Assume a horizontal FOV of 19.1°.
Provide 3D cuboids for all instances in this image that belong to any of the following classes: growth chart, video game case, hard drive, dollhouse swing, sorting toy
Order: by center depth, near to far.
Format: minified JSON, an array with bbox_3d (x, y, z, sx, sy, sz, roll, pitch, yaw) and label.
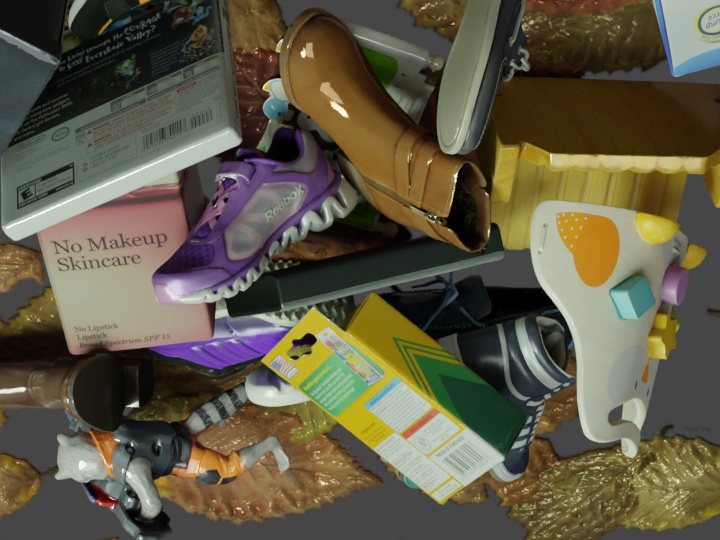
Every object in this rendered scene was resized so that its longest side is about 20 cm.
[{"bbox_3d":[-0.186,-0.130,1.636,0.198,0.183,0.023,-22,139,15],"label":"video game case"},{"bbox_3d":[0.209,0.054,1.720,0.106,0.182,0.200,2,170,23],"label":"sorting toy"},{"bbox_3d":[0.193,-0.056,1.739,0.198,0.182,0.177,2,119,-5],"label":"dollhouse swing"},{"bbox_3d":[0.000,0.000,1.753,0.198,0.139,0.033,-13,91,-22],"label":"hard drive"},{"bbox_3d":[-0.015,-0.119,1.761,0.143,0.018,0.201,9,127,-12],"label":"growth chart"}]

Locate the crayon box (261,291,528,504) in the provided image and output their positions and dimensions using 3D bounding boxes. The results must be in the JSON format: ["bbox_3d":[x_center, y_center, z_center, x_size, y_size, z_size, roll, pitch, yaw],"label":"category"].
[{"bbox_3d":[0.027,0.098,1.781,0.199,0.052,0.126,38,147,-5],"label":"crayon box"}]

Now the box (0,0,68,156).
[{"bbox_3d":[-0.306,-0.165,1.591,0.117,0.198,0.200,25,124,-21],"label":"box"}]

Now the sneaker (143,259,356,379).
[{"bbox_3d":[-0.101,0.050,1.872,0.198,0.070,0.100,0,137,2],"label":"sneaker"}]

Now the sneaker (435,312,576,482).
[{"bbox_3d":[0.143,0.110,1.856,0.108,0.071,0.200,-20,140,9],"label":"sneaker"}]

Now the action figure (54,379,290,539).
[{"bbox_3d":[-0.187,0.142,1.889,0.192,0.200,0.105,-11,129,-34],"label":"action figure"}]

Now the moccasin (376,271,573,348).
[{"bbox_3d":[0.095,0.029,1.863,0.198,0.081,0.069,-1,130,-21],"label":"moccasin"}]

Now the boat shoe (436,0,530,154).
[{"bbox_3d":[0.109,-0.176,1.617,0.062,0.202,0.073,20,163,-19],"label":"boat shoe"}]

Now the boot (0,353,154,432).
[{"bbox_3d":[-0.295,0.102,1.827,0.198,0.186,0.065,1,88,13],"label":"boot"}]

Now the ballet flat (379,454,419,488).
[{"bbox_3d":[0.053,0.153,1.945,0.067,0.064,0.200,-21,166,5],"label":"ballet flat"}]

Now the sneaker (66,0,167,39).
[{"bbox_3d":[-0.138,-0.225,1.614,0.090,0.070,0.200,46,115,-6],"label":"sneaker"}]

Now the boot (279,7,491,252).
[{"bbox_3d":[0.022,-0.104,1.658,0.076,0.155,0.201,-36,132,-19],"label":"boot"}]

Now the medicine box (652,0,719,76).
[{"bbox_3d":[0.289,-0.255,1.543,0.180,0.201,0.103,-14,130,9],"label":"medicine box"}]

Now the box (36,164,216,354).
[{"bbox_3d":[-0.194,-0.044,1.754,0.126,0.109,0.201,-7,130,3],"label":"box"}]

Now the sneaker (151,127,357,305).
[{"bbox_3d":[-0.094,-0.047,1.691,0.080,0.200,0.089,10,129,48],"label":"sneaker"}]

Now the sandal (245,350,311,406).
[{"bbox_3d":[-0.002,0.098,1.890,0.200,0.083,0.050,-7,113,-7],"label":"sandal"}]
